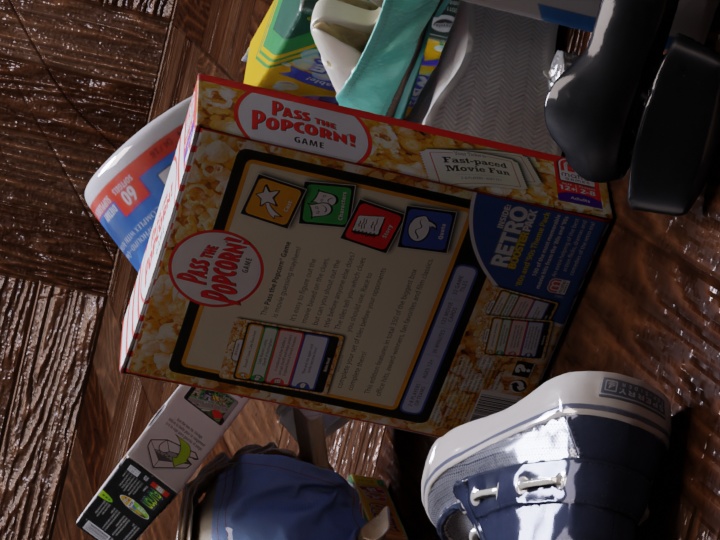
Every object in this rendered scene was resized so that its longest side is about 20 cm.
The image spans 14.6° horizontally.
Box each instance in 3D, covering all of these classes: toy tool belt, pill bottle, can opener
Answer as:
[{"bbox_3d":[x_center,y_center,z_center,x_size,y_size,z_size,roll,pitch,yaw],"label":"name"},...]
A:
[{"bbox_3d":[-0.030,0.175,1.481,0.123,0.125,0.200,119,146,-44],"label":"toy tool belt"},{"bbox_3d":[-0.060,0.001,1.634,0.112,0.200,0.112,-37,-6,-5],"label":"pill bottle"},{"bbox_3d":[0.121,-0.123,1.153,0.063,0.079,0.200,-68,-13,-69],"label":"can opener"}]

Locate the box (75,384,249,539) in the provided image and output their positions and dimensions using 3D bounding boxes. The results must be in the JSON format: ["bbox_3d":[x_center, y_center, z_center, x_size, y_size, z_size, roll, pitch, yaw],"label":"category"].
[{"bbox_3d":[-0.099,0.090,1.545,0.110,0.035,0.200,-53,1,-20],"label":"box"}]

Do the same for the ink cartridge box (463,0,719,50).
[{"bbox_3d":[0.083,-0.196,1.270,0.200,0.147,0.145,-118,42,-74],"label":"ink cartridge box"}]

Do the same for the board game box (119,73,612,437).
[{"bbox_3d":[0.000,0.000,1.333,0.046,0.200,0.152,-93,19,-53],"label":"board game box"}]

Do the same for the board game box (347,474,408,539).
[{"bbox_3d":[-0.014,0.227,1.617,0.096,0.030,0.200,-117,38,-72],"label":"board game box"}]

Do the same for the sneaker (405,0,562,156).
[{"bbox_3d":[0.058,-0.057,1.461,0.116,0.074,0.200,112,175,-46],"label":"sneaker"}]

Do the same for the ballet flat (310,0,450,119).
[{"bbox_3d":[0.014,-0.140,1.458,0.067,0.070,0.200,-71,5,-49],"label":"ballet flat"}]

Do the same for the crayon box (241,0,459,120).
[{"bbox_3d":[0.006,-0.122,1.628,0.200,0.126,0.052,131,149,-69],"label":"crayon box"}]

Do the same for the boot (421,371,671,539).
[{"bbox_3d":[0.068,0.112,1.196,0.200,0.073,0.090,129,157,-65],"label":"boot"}]
